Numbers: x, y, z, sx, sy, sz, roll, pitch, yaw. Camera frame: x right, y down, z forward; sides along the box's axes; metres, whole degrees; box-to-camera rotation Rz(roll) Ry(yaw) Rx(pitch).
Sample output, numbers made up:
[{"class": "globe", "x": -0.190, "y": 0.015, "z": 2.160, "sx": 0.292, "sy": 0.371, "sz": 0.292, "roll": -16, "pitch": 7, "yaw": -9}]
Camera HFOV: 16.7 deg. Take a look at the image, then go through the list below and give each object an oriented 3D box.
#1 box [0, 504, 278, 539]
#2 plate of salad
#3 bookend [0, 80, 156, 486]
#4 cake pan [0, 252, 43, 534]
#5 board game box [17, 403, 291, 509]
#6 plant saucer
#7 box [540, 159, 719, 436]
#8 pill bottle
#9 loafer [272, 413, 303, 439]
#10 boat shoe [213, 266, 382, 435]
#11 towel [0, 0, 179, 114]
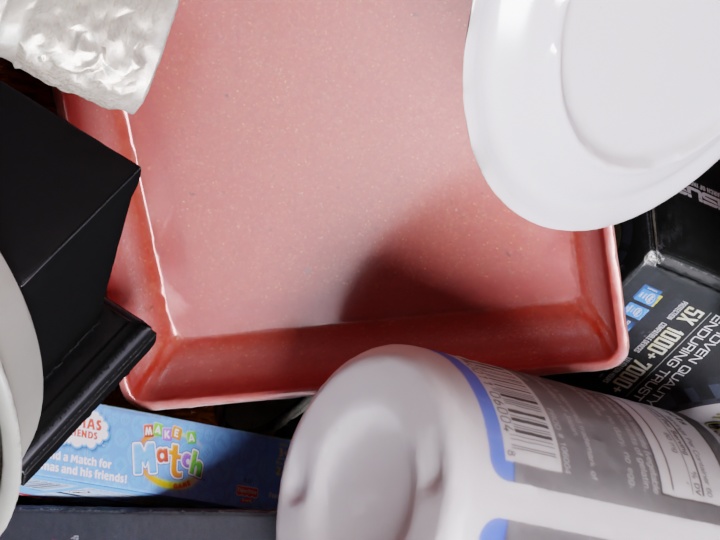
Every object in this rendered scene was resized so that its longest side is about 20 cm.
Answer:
[{"class": "box", "x": -0.105, "y": 0.158, "z": 0.981, "sx": 0.199, "sy": 0.123, "sz": 0.106, "roll": 0, "pitch": 169, "yaw": 12}, {"class": "plate of salad", "x": 0.102, "y": -0.107, "z": 0.836, "sx": 0.200, "sy": 0.048, "sz": 0.201, "roll": -28, "pitch": 135, "yaw": -31}, {"class": "bookend", "x": -0.159, "y": -0.062, "z": 0.850, "sx": 0.198, "sy": 0.092, "sz": 0.200, "roll": 31, "pitch": 137, "yaw": 11}, {"class": "cake pan", "x": -0.190, "y": 0.016, "z": 0.839, "sx": 0.200, "sy": 0.037, "sz": 0.201, "roll": 19, "pitch": 132, "yaw": 22}, {"class": "board game box", "x": -0.146, "y": 0.083, "z": 1.021, "sx": 0.200, "sy": 0.037, "sz": 0.151, "roll": -9, "pitch": 163, "yaw": 42}, {"class": "plant saucer", "x": -0.009, "y": -0.051, "z": 0.913, "sx": 0.199, "sy": 0.037, "sz": 0.200, "roll": -6, "pitch": 113, "yaw": 11}, {"class": "box", "x": 0.128, "y": 0.048, "z": 1.031, "sx": 0.163, "sy": 0.086, "sz": 0.200, "roll": 23, "pitch": 133, "yaw": -23}, {"class": "pill bottle", "x": 0.078, "y": 0.101, "z": 0.923, "sx": 0.200, "sy": 0.114, "sz": 0.114, "roll": 16, "pitch": 137, "yaw": -35}, {"class": "loafer", "x": 0.000, "y": 0.132, "z": 1.112, "sx": 0.072, "sy": 0.073, "sz": 0.200, "roll": -40, "pitch": 137, "yaw": 8}, {"class": "boat shoe", "x": 0.000, "y": 0.000, "z": 0.996, "sx": 0.071, "sy": 0.064, "sz": 0.200, "roll": 21, "pitch": 133, "yaw": -21}, {"class": "towel", "x": -0.099, "y": -0.163, "z": 0.757, "sx": 0.132, "sy": 0.034, "sz": 0.201, "roll": 18, "pitch": 92, "yaw": -13}]
